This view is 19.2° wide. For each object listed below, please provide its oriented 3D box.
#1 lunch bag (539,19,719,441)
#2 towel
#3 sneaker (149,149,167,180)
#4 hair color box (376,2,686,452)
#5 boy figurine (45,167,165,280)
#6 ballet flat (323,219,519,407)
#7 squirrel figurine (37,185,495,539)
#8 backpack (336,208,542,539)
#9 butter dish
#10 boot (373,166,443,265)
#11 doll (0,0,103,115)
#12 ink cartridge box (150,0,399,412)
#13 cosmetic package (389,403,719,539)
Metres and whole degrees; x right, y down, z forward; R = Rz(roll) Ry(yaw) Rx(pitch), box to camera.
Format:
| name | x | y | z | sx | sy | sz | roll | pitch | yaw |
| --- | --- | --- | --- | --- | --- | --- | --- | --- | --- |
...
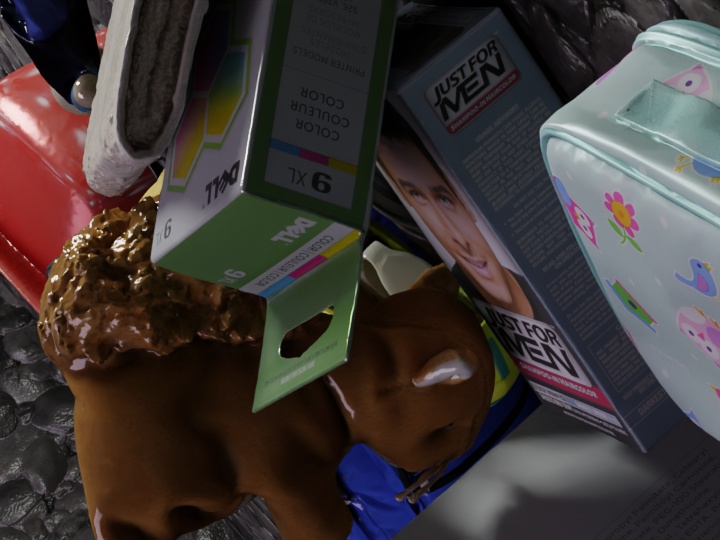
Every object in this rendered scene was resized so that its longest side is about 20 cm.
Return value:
| name | x | y | z | sx | sy | sz | roll | pitch | yaw |
| --- | --- | --- | --- | --- | --- | --- | --- | --- | --- |
| lunch bag | 0.153 | 0.006 | 0.702 | 0.200 | 0.077 | 0.161 | 34 | 159 | 50 |
| towel | -0.082 | -0.134 | 0.909 | 0.034 | 0.201 | 0.133 | 12 | 172 | -11 |
| sneaker | -0.100 | -0.100 | 1.201 | 0.200 | 0.104 | 0.060 | 57 | 166 | -28 |
| hair color box | 0.073 | -0.021 | 0.940 | 0.200 | 0.061 | 0.099 | 55 | 167 | -19 |
| boy figurine | -0.078 | -0.055 | 1.111 | 0.064 | 0.200 | 0.124 | 42 | 142 | -12 |
| ballet flat | 0.000 | 0.000 | 1.083 | 0.200 | 0.067 | 0.067 | 33 | 161 | 31 |
| squirrel figurine | -0.038 | 0.037 | 0.972 | 0.142 | 0.186 | 0.200 | -86 | -21 | -66 |
| backpack | 0.022 | 0.084 | 1.193 | 0.168 | 0.162 | 0.200 | 28 | 155 | 51 |
| butter dish | -0.149 | -0.084 | 1.323 | 0.199 | 0.200 | 0.148 | 42 | 142 | 32 |
| boot | -0.014 | -0.081 | 1.068 | 0.200 | 0.068 | 0.131 | 47 | 173 | 18 |
| doll | -0.169 | -0.144 | 1.110 | 0.137 | 0.048 | 0.200 | 65 | -178 | 30 |
| ink cartridge box | -0.037 | -0.052 | 0.883 | 0.059 | 0.200 | 0.104 | 16 | 158 | -22 |
| cosmetic package | 0.147 | 0.177 | 1.019 | 0.200 | 0.166 | 0.168 | 32 | 159 | 51 |
